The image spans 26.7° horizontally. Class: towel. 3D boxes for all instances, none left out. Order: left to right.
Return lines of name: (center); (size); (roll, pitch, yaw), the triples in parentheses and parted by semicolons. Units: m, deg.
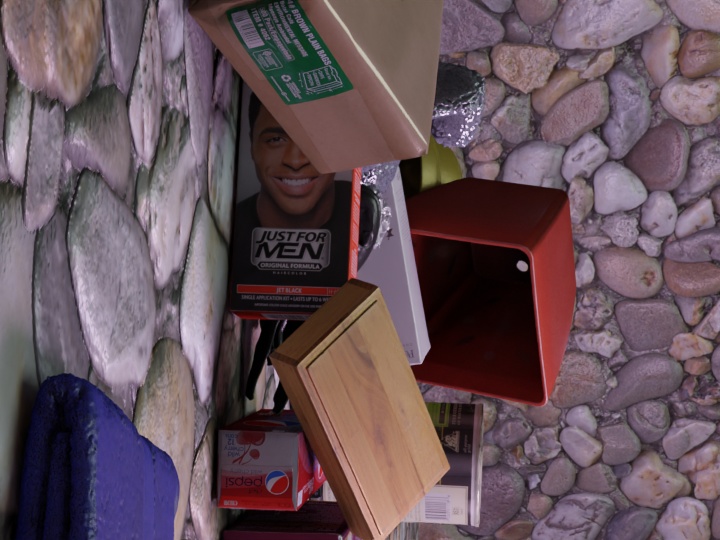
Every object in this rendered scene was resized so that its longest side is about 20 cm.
towel: (-0.136, 0.148, 0.788); (0.200, 0.049, 0.149); (75, 11, -69)

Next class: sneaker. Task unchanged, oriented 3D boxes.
sneaker: (-0.038, 0.022, 1.326); (0.201, 0.060, 0.104); (-56, -165, 9)

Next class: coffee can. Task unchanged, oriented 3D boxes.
coffee can: (0.046, 0.228, 1.814); (0.146, 0.197, 0.148); (2, 90, -85)

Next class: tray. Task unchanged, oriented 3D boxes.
tray: (0.004, 0.117, 1.223); (0.099, 0.037, 0.201); (-43, 128, -28)

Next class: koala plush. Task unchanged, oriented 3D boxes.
koala plush: (-0.008, -0.132, 1.416); (0.178, 0.182, 0.201); (56, -25, 25)

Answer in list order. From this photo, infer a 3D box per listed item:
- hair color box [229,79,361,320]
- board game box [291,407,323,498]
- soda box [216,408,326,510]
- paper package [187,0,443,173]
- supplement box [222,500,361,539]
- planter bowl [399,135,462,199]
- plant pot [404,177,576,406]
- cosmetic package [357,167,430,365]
hair color box: (-0.051, -0.061, 1.255); (0.061, 0.100, 0.203); (54, 37, -79)
board game box: (-0.052, 0.129, 1.658); (0.136, 0.028, 0.202); (-79, 169, -52)
soda box: (-0.070, 0.157, 1.283); (0.200, 0.069, 0.064); (6, 85, -83)
paper package: (-0.024, -0.203, 1.133); (0.200, 0.102, 0.192); (51, 35, -44)
supplement box: (-0.055, 0.276, 1.318); (0.200, 0.102, 0.133); (18, 74, -84)
planter bowl: (0.067, -0.095, 1.798); (0.200, 0.083, 0.203); (-175, -90, -68)
plant pot: (0.140, 0.003, 1.674); (0.176, 0.198, 0.202); (-47, 137, -46)
cosmetic package: (0.000, 0.000, 1.555); (0.081, 0.112, 0.202); (-38, 117, -79)
